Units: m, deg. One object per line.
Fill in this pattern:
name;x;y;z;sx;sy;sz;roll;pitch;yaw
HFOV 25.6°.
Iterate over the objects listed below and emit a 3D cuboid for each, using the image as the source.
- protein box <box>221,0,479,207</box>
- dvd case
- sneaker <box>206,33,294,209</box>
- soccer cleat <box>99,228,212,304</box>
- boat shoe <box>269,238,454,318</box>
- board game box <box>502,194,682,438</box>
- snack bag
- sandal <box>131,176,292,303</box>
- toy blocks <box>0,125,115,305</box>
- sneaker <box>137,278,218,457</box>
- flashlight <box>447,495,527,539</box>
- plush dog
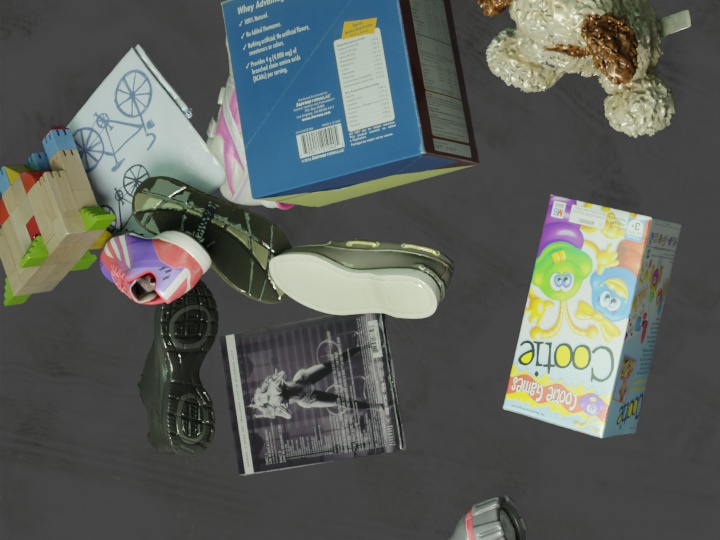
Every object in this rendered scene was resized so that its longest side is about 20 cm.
protein box;-0.011;-0.186;1.575;0.196;0.134;0.203;-13;83;27
dvd case;-0.053;0.127;1.653;0.198;0.016;0.151;-12;83;26
sneaker;-0.125;-0.159;1.664;0.087;0.081;0.203;-9;83;25
soccer cleat;-0.232;0.002;1.664;0.199;0.068;0.073;-3;44;54
boat shoe;0.001;0.002;1.606;0.199;0.060;0.073;7;131;31
board game box;0.216;0.042;1.468;0.102;0.105;0.203;14;94;27
snack bag;-0.249;-0.116;1.761;0.189;0.021;0.201;-46;72;19
sandal;-0.150;-0.037;1.684;0.200;0.057;0.080;32;84;9
toy blocks;-0.358;-0.069;1.767;0.200;0.099;0.138;-40;67;45
sneaker;-0.205;0.101;1.703;0.090;0.075;0.203;-15;68;51
flashlight;0.067;0.284;1.557;0.198;0.068;0.068;-25;78;24
plush dog;0.203;-0.228;1.445;0.199;0.171;0.162;27;100;26
